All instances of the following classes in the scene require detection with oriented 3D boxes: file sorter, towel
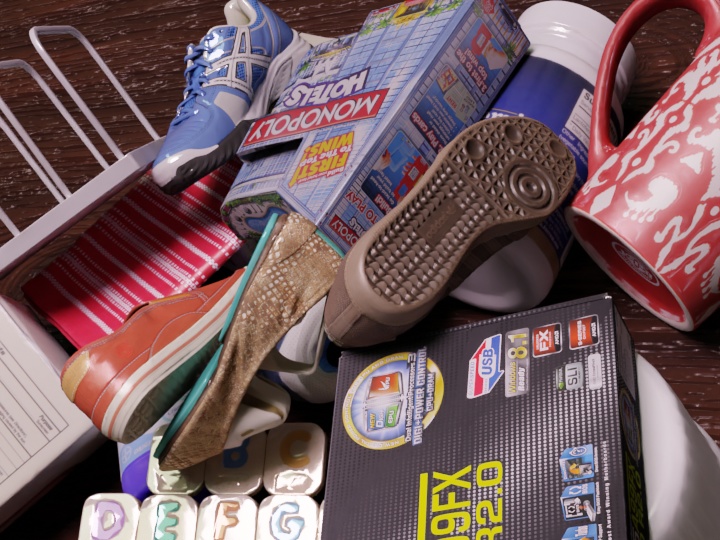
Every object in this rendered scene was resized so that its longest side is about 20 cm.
[{"bbox_3d":[-0.259,-0.074,0.896,0.200,0.125,0.139,-34,9,8],"label":"file sorter"},{"bbox_3d":[-0.157,-0.023,0.929,0.200,0.023,0.144,-46,44,-10],"label":"towel"}]

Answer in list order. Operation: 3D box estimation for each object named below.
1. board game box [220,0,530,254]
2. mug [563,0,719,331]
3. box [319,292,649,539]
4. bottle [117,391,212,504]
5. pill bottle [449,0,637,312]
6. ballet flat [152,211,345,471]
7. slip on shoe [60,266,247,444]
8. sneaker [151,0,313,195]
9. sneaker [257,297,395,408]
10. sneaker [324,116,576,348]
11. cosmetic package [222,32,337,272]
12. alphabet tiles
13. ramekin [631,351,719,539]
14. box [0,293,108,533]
[{"bbox_3d":[-0.011,-0.083,0.813,0.199,0.062,0.201,-6,48,42],"label":"board game box"},{"bbox_3d":[0.222,-0.078,0.768,0.200,0.133,0.177,-46,37,-4],"label":"mug"},{"bbox_3d":[0.060,0.117,0.611,0.159,0.044,0.201,-13,48,23],"label":"box"},{"bbox_3d":[-0.139,0.087,0.894,0.083,0.065,0.201,-28,43,10],"label":"bottle"},{"bbox_3d":[0.112,-0.082,0.842,0.115,0.116,0.201,8,58,37],"label":"pill bottle"},{"bbox_3d":[-0.063,0.058,0.737,0.201,0.065,0.071,-61,4,30],"label":"ballet flat"},{"bbox_3d":[-0.120,0.041,0.790,0.061,0.074,0.200,31,30,10],"label":"slip on shoe"},{"bbox_3d":[-0.108,-0.131,0.911,0.076,0.077,0.200,-25,25,40],"label":"sneaker"},{"bbox_3d":[0.000,0.000,0.845,0.146,0.080,0.201,4,63,59],"label":"sneaker"},{"bbox_3d":[0.047,-0.025,0.716,0.200,0.071,0.076,-36,-5,-38],"label":"sneaker"},{"bbox_3d":[-0.059,-0.093,0.994,0.105,0.071,0.200,22,68,44],"label":"cosmetic package"},{"bbox_3d":[-0.084,0.188,0.758,0.199,0.015,0.197,-2,64,12],"label":"alphabet tiles"},{"bbox_3d":[0.103,0.129,0.677,0.199,0.098,0.201,-18,45,19],"label":"ramekin"},{"bbox_3d":[-0.293,0.129,0.891,0.200,0.109,0.128,-40,83,-5],"label":"box"}]
